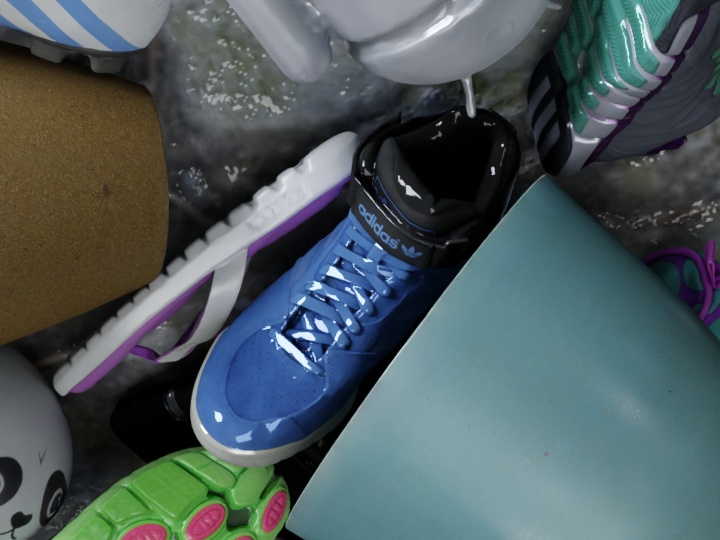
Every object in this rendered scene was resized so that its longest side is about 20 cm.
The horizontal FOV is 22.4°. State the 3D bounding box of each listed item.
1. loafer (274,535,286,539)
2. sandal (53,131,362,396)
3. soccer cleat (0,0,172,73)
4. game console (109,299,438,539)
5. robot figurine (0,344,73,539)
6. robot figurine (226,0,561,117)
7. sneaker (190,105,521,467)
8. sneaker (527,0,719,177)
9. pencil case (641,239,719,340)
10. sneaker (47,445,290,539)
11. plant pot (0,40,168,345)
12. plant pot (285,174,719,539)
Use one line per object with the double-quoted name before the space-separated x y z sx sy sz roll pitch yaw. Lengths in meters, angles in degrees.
"loafer" -0.013 0.187 0.969 0.199 0.070 0.070 19 149 19
"sandal" -0.070 0.009 0.891 0.202 0.082 0.050 -39 92 16
"soccer cleat" -0.172 -0.143 0.768 0.199 0.070 0.087 6 127 -26
"game console" -0.001 0.083 0.983 0.175 0.117 0.200 -20 125 43
"robot figurine" -0.237 0.117 0.922 0.200 0.150 0.125 -37 104 17
"robot figurine" 0.011 -0.161 0.782 0.170 0.113 0.200 -45 116 -5
"sneaker" -0.001 -0.001 0.834 0.200 0.077 0.111 -39 161 -23
"sneaker" 0.142 -0.105 0.817 0.087 0.075 0.200 -5 164 -14
"pencil case" 0.214 0.073 0.955 0.200 0.085 0.092 37 123 -23
"sneaker" -0.129 0.147 0.917 0.199 0.084 0.077 -29 99 -10
"plant pot" -0.194 -0.033 0.822 0.199 0.187 0.187 -3 122 -19
"plant pot" 0.089 0.085 0.825 0.161 0.201 0.201 36 115 6
